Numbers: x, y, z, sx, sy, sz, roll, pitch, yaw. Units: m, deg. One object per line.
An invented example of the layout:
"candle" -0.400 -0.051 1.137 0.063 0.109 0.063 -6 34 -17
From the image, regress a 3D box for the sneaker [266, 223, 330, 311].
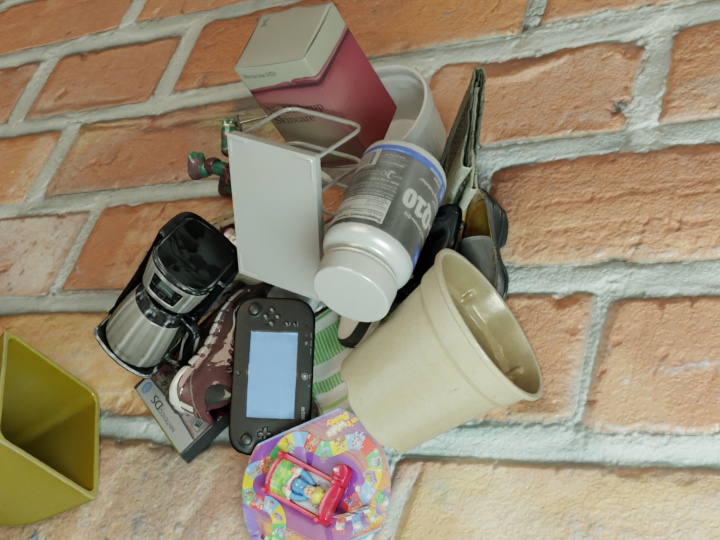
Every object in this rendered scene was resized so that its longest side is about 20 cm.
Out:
"sneaker" -0.067 0.030 1.624 0.072 0.071 0.201 19 58 31

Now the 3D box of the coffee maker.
"coffee maker" -0.262 0.018 1.640 0.200 0.133 0.194 -48 26 35

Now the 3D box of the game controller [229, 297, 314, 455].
"game controller" -0.112 0.135 1.514 0.103 0.042 0.203 0 77 8

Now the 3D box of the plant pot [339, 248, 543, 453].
"plant pot" 0.082 0.110 1.377 0.183 0.200 0.202 -36 40 19

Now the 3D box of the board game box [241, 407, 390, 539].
"board game box" -0.063 0.255 1.407 0.198 0.039 0.160 -24 64 14

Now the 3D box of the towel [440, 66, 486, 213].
"towel" 0.132 -0.138 1.569 0.034 0.201 0.194 14 52 -3

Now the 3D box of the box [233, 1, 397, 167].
"box" -0.058 -0.248 1.608 0.126 0.201 0.110 -1 52 35

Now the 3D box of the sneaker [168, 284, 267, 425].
"sneaker" -0.161 0.123 1.588 0.115 0.076 0.201 26 77 36

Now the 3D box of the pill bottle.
"pill bottle" 0.022 -0.047 1.395 0.112 0.114 0.202 -2 49 34

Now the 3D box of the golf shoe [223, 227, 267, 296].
"golf shoe" -0.159 -0.021 1.713 0.197 0.093 0.075 -11 11 27

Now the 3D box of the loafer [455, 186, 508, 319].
"loafer" 0.147 -0.018 1.514 0.072 0.072 0.202 -15 47 23

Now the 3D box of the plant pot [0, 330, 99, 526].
"plant pot" -0.508 0.249 1.673 0.199 0.194 0.197 -31 41 17

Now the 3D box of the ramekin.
"ramekin" 0.032 -0.190 1.725 0.198 0.105 0.202 -20 44 20

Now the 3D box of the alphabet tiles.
"alphabet tiles" -0.243 -0.059 1.798 0.198 0.008 0.167 -25 11 -2

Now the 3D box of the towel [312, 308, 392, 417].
"towel" -0.011 0.114 1.548 0.152 0.023 0.201 -34 41 5

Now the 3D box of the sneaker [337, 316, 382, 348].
"sneaker" 0.000 0.000 1.520 0.074 0.079 0.203 27 102 61

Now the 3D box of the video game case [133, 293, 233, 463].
"video game case" -0.210 0.147 1.662 0.200 0.026 0.181 -44 41 -5

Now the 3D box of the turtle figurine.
"turtle figurine" -0.177 -0.164 1.825 0.198 0.150 0.101 -10 41 47

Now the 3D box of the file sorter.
"file sorter" -0.075 -0.091 1.535 0.137 0.203 0.124 18 35 30

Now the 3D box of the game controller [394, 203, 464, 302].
"game controller" 0.079 -0.020 1.515 0.200 0.041 0.106 152 127 -70
